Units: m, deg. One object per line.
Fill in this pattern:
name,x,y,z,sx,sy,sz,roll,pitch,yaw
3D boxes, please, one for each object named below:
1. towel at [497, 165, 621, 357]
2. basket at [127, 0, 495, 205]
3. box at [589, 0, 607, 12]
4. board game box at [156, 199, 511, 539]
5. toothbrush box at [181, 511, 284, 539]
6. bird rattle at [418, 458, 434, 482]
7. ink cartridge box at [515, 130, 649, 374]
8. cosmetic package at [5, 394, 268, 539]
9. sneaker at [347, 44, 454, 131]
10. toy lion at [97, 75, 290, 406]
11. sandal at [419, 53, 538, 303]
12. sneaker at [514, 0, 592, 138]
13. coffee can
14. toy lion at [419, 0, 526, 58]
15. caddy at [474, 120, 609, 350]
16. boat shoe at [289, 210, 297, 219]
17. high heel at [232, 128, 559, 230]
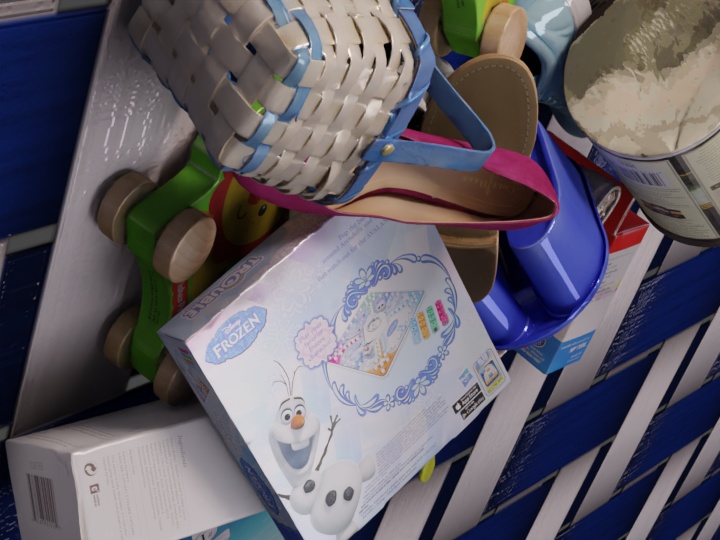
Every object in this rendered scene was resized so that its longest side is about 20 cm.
towel,0.112,-0.022,1.300,0.201,0.132,0.034,-53,147,0
basket,-0.026,-0.130,0.913,0.199,0.177,0.140,-5,139,-44
box,0.227,-0.229,1.285,0.068,0.082,0.201,-44,151,-16
board game box,-0.010,0.059,1.046,0.200,0.043,0.200,-41,121,-23
toothbrush box,-0.108,0.195,1.268,0.146,0.085,0.201,-40,151,-24
bird rattle,0.065,0.076,1.395,0.201,0.112,0.163,-55,-176,1
ink cartridge box,0.187,-0.021,1.437,0.067,0.116,0.201,-14,136,-49
cosmetic package,-0.130,0.135,1.071,0.199,0.112,0.082,-11,96,-34
sneaker,0.021,-0.127,1.089,0.073,0.080,0.200,-14,174,21
toy lion,-0.090,-0.033,1.054,0.192,0.068,0.201,-41,153,-36
sandal,0.079,-0.078,1.078,0.070,0.077,0.213,-77,174,-49
sneaker,0.147,-0.164,1.259,0.082,0.074,0.200,-38,144,-8
coffee can,0.262,-0.121,1.236,0.147,0.146,0.200,-52,148,1
toy lion,0.093,-0.246,1.026,0.193,0.068,0.200,-65,156,-14
caddy,0.116,-0.031,1.216,0.140,0.201,0.105,-26,133,16
boat shoe,0.000,0.000,1.116,0.070,0.066,0.201,-34,143,-22
high heel,0.024,-0.058,0.959,0.198,0.096,0.068,-3,106,-19
